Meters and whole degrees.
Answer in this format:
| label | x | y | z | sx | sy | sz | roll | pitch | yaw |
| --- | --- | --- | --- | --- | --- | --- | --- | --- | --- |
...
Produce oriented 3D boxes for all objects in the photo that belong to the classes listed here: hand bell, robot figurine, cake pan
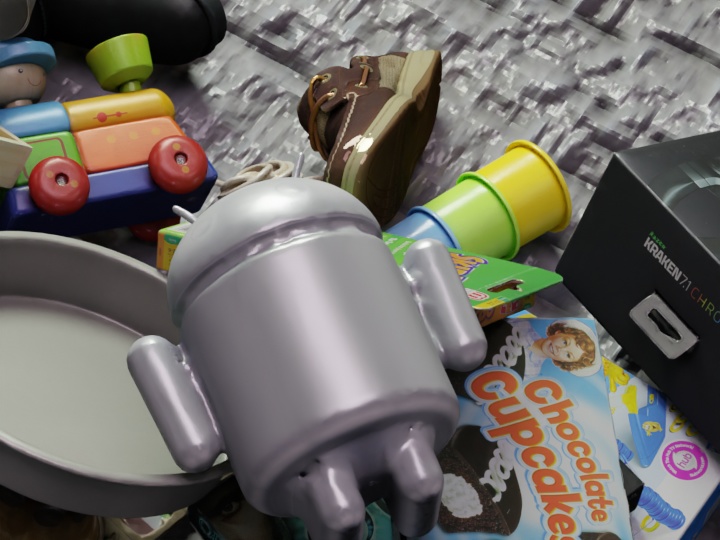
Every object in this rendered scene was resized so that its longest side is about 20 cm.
| label | x | y | z | sx | sy | sz | roll | pitch | yaw |
| --- | --- | --- | --- | --- | --- | --- | --- | --- | --- |
| hand bell | -0.137 | 0.063 | 1.412 | 0.104 | 0.105 | 0.200 | 25 | 41 | 11 |
| robot figurine | -0.025 | 0.039 | 1.273 | 0.169 | 0.113 | 0.201 | -17 | 66 | -14 |
| cake pan | -0.142 | 0.053 | 1.323 | 0.199 | 0.037 | 0.201 | 19 | 30 | -11 |

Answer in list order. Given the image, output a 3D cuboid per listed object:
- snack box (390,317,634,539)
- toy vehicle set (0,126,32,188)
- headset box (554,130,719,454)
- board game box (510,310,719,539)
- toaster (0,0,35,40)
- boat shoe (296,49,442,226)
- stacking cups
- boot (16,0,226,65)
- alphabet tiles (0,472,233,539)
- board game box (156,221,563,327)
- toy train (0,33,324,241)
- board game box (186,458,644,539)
| label | x | y | z | sx | sy | sz | roll | pitch | yaw |
| --- | --- | --- | --- | --- | --- | --- | --- | --- | --- |
| snack box | 0.073 | 0.113 | 1.320 | 0.115 | 0.037 | 0.201 | 0 | 52 | -10 |
| toy vehicle set | -0.271 | -0.094 | 1.369 | 0.124 | 0.200 | 0.027 | 32 | 98 | 23 |
| headset box | 0.232 | 0.010 | 1.455 | 0.199 | 0.093 | 0.174 | -14 | 51 | -41 |
| board game box | 0.073 | 0.121 | 1.410 | 0.195 | 0.056 | 0.200 | 31 | 55 | 15 |
| toaster | -0.262 | -0.224 | 1.509 | 0.199 | 0.119 | 0.181 | -2 | 39 | 8 |
| boat shoe | -0.003 | -0.083 | 1.520 | 0.072 | 0.073 | 0.200 | 11 | 27 | 8 |
| stacking cups | 0.026 | -0.008 | 1.503 | 0.199 | 0.061 | 0.061 | -28 | 61 | -24 |
| boot | -0.201 | -0.143 | 1.563 | 0.198 | 0.074 | 0.162 | 28 | 51 | 22 |
| alphabet tiles | -0.176 | 0.081 | 1.437 | 0.200 | 0.008 | 0.167 | 39 | 58 | 21 |
| board game box | 0.000 | 0.000 | 1.387 | 0.199 | 0.030 | 0.095 | 11 | 16 | 30 |
| toy train | -0.120 | -0.084 | 1.505 | 0.199 | 0.085 | 0.116 | -12 | 72 | -22 |
| board game box | 0.029 | 0.120 | 1.351 | 0.200 | 0.028 | 0.135 | -32 | 63 | -28 |
